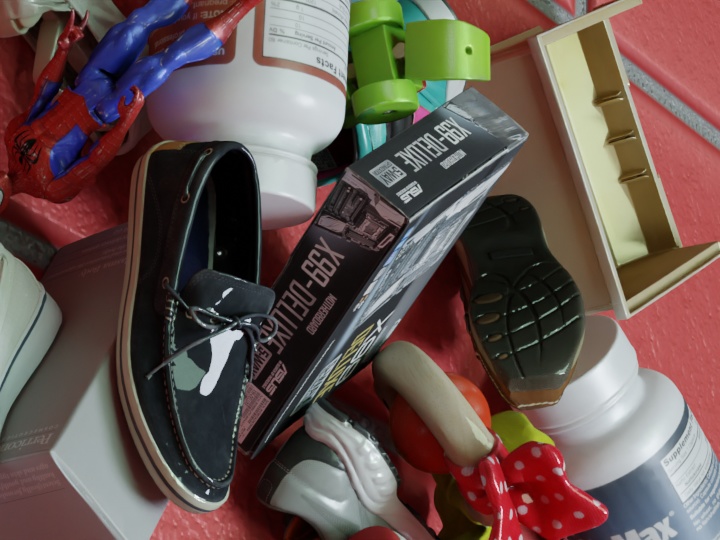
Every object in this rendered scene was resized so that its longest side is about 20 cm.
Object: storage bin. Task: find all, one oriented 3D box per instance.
[{"bbox_3d":[0.162,-0.078,1.948,0.198,0.093,0.201,-27,100,-55],"label":"storage bin"}]

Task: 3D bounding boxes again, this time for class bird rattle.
[{"bbox_3d":[0.058,0.117,1.677,0.163,0.113,0.200,51,-1,4],"label":"bird rattle"}]

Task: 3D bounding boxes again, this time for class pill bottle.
[{"bbox_3d":[0.178,0.136,1.868,0.200,0.119,0.120,59,37,-22],"label":"pill bottle"},{"bbox_3d":[-0.062,-0.129,1.532,0.112,0.112,0.201,21,67,-50],"label":"pill bottle"}]

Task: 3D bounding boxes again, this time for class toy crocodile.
[{"bbox_3d":[-0.015,-0.104,1.605,0.062,0.200,0.068,12,61,-54],"label":"toy crocodile"}]

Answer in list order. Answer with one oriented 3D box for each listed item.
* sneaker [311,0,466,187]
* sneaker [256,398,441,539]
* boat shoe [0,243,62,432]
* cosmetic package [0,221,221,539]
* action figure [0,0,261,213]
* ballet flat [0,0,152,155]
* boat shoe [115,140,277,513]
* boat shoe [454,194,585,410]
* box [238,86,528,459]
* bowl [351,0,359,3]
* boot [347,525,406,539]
[{"bbox_3d":[0.009,-0.080,1.742,0.121,0.084,0.200,-29,144,-18],"label":"sneaker"},{"bbox_3d":[-0.002,0.161,1.654,0.079,0.074,0.200,-43,131,-10],"label":"sneaker"},{"bbox_3d":[-0.215,0.051,1.369,0.086,0.074,0.202,56,36,-27],"label":"boat shoe"},{"bbox_3d":[-0.139,0.067,1.446,0.090,0.107,0.200,56,36,-23],"label":"cosmetic package"},{"bbox_3d":[-0.134,-0.100,1.466,0.065,0.200,0.052,47,7,20],"label":"action figure"},{"bbox_3d":[-0.171,-0.138,1.520,0.200,0.069,0.070,51,40,-37],"label":"ballet flat"},{"bbox_3d":[-0.080,0.023,1.401,0.075,0.062,0.201,24,58,-49],"label":"boat shoe"},{"bbox_3d":[0.103,0.030,1.794,0.200,0.075,0.074,-98,-175,-55],"label":"boat shoe"},{"bbox_3d":[0.000,0.000,1.599,0.050,0.200,0.158,41,34,10],"label":"box"},{"bbox_3d":[-0.011,-0.211,1.685,0.105,0.201,0.201,57,33,7],"label":"bowl"},{"bbox_3d":[-0.057,0.184,1.526,0.200,0.072,0.144,-50,117,-32],"label":"boot"}]
